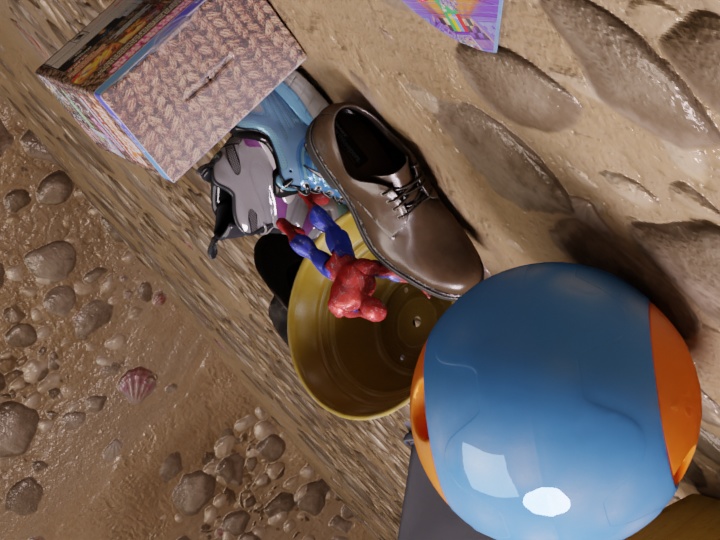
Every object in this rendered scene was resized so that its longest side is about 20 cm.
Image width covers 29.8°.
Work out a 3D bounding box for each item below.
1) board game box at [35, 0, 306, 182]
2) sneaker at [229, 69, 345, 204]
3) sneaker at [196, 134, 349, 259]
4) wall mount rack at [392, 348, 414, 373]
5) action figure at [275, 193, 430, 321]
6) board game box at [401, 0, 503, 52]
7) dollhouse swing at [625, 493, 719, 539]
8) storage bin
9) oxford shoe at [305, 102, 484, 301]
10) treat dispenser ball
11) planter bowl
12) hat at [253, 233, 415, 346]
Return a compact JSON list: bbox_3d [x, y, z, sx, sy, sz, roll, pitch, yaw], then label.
[{"bbox_3d":[-0.170,-0.179,1.180,0.097,0.159,0.200,52,167,-29],"label":"board game box"},{"bbox_3d":[-0.035,-0.085,1.191,0.200,0.090,0.078,44,168,3],"label":"sneaker"},{"bbox_3d":[-0.095,-0.051,1.377,0.200,0.140,0.078,53,166,-27],"label":"sneaker"},{"bbox_3d":[0.112,0.125,1.373,0.174,0.075,0.200,48,179,27],"label":"wall mount rack"},{"bbox_3d":[0.000,0.000,1.205,0.099,0.065,0.200,25,-164,-29],"label":"action figure"},{"bbox_3d":[0.014,-0.196,0.790,0.158,0.039,0.200,43,167,15],"label":"board game box"},{"bbox_3d":[0.311,0.293,1.094,0.176,0.181,0.200,69,164,-7],"label":"dollhouse swing"},{"bbox_3d":[0.133,0.236,1.369,0.145,0.135,0.200,28,158,-36],"label":"storage bin"},{"bbox_3d":[0.031,-0.055,1.113,0.200,0.073,0.084,47,166,-3],"label":"oxford shoe"},{"bbox_3d":[0.134,0.095,0.940,0.201,0.201,0.201,44,167,12],"label":"treat dispenser ball"},{"bbox_3d":[0.031,0.043,1.262,0.083,0.201,0.200,15,-164,-49],"label":"planter bowl"},{"bbox_3d":[-0.043,0.047,1.448,0.200,0.081,0.201,27,-147,-19],"label":"hat"}]
